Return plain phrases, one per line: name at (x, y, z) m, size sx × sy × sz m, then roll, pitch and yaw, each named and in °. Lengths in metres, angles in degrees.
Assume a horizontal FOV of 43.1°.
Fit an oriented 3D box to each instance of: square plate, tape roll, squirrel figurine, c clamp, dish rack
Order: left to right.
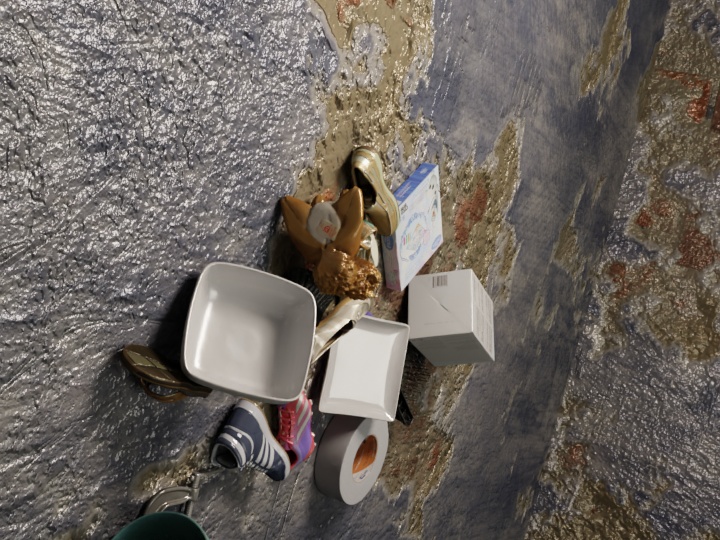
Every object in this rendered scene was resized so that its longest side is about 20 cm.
c clamp at (-0.300, 0.422, 1.474) m, size 0.170 × 0.027 × 0.203 m, roll 17°, pitch 89°, yaw -61°
squirrel figurine at (-0.040, -0.038, 1.598) m, size 0.187 × 0.140 × 0.203 m, roll 47°, pitch 30°, yaw -78°
tape roll at (-0.016, 0.388, 1.930) m, size 0.200 × 0.065 × 0.203 m, roll -35°, pitch 132°, yaw -49°
square plate at (0.005, 0.192, 1.826) m, size 0.196 × 0.028 × 0.203 m, roll 15°, pitch 83°, yaw -38°
dish rack at (0.116, 0.239, 2.108) m, size 0.201 × 0.054 × 0.154 m, roll -59°, pitch 149°, yaw -27°

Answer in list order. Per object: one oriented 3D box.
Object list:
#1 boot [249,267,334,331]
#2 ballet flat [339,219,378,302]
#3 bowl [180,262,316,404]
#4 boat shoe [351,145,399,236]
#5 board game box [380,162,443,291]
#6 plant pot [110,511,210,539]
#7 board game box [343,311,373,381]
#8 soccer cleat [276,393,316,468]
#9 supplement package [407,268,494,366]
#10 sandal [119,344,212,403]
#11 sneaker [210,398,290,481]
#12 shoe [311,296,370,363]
boot at (-0.127, 0.063, 1.561) m, size 0.159 × 0.079 × 0.211 m, roll -65°, pitch 155°, yaw -13°
ballet flat at (0.000, 0.000, 1.773) m, size 0.070 × 0.065 × 0.203 m, roll -28°, pitch 127°, yaw -53°
bowl at (-0.175, 0.102, 1.391) m, size 0.075 × 0.197 × 0.202 m, roll 136°, pitch -33°, yaw -56°
boat shoe at (0.019, -0.135, 1.734) m, size 0.201 × 0.071 × 0.077 m, roll 65°, pitch 34°, yaw -36°
board game box at (0.111, -0.094, 1.950) m, size 0.200 × 0.043 × 0.201 m, roll -47°, pitch 141°, yaw -41°
plant pot at (-0.278, 0.487, 1.357) m, size 0.202 × 0.198 × 0.162 m, roll -60°, pitch 145°, yaw -26°
board game box at (0.001, 0.187, 1.889) m, size 0.202 × 0.039 × 0.158 m, roll -64°, pitch 150°, yaw -18°
soccer cleat at (-0.128, 0.285, 1.685) m, size 0.076 × 0.066 × 0.202 m, roll -44°, pitch 142°, yaw -36°
supplement package at (0.208, 0.111, 2.072) m, size 0.200 × 0.150 × 0.153 m, roll 47°, pitch 41°, yaw -58°
sandal at (-0.289, 0.163, 1.343) m, size 0.055 × 0.082 × 0.200 m, roll -49°, pitch 156°, yaw 0°
sneaker at (-0.192, 0.326, 1.577) m, size 0.109 × 0.069 × 0.202 m, roll -57°, pitch 140°, yaw -38°
shoe at (-0.046, 0.110, 1.716) m, size 0.199 × 0.053 × 0.070 m, roll -34°, pitch 151°, yaw -35°
